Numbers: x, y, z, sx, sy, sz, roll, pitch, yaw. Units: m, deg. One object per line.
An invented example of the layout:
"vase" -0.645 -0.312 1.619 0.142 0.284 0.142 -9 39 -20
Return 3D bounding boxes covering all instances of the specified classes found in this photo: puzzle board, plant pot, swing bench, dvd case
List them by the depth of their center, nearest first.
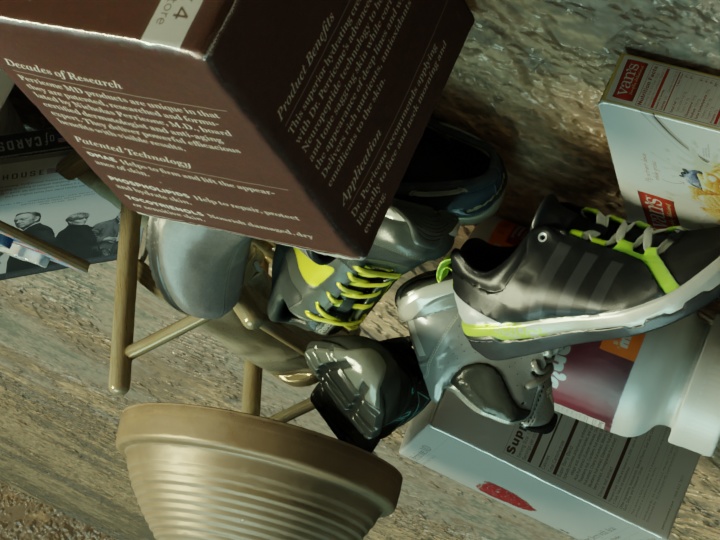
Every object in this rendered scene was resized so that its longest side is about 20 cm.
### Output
"plant pot" -0.078 0.164 1.313 0.201 0.093 0.201 13 164 4
"puzzle board" -0.306 -0.044 1.330 0.200 0.017 0.151 18 174 29
"swing bench" -0.099 0.008 1.380 0.130 0.200 0.199 -26 150 17
"dvd case" -0.235 -0.051 1.457 0.150 0.025 0.200 -10 156 -17

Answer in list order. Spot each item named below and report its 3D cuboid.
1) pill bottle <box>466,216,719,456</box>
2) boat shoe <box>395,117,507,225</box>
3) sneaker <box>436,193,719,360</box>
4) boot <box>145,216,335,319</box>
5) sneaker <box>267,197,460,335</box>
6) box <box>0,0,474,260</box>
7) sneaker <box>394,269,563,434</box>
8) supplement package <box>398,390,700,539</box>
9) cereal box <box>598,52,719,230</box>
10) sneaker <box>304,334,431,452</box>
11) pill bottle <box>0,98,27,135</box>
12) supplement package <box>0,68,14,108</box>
"pill bottle" 0.157 0.046 1.276 0.200 0.110 0.110 21 161 11
"boat shoe" -0.005 -0.078 1.202 0.200 0.075 0.062 19 162 12
"sneaker" 0.129 -0.005 1.092 0.200 0.072 0.083 -17 102 32
"boot" -0.063 -0.032 1.155 0.132 0.070 0.200 32 135 34
"sneaker" 0.000 0.000 1.191 0.074 0.085 0.200 15 171 -22
"box" -0.069 -0.133 0.995 0.164 0.166 0.200 13 157 31
"sneaker" 0.129 0.041 1.197 0.200 0.116 0.075 -12 -176 14
"supplement package" 0.150 0.123 1.470 0.200 0.120 0.121 26 162 -2
"cereal box" 0.236 -0.046 1.044 0.200 0.040 0.144 17 159 23
"sneaker" 0.011 0.068 1.263 0.075 0.079 0.200 54 170 8
"pill bottle" -0.320 -0.111 1.440 0.114 0.114 0.200 20 161 13
"supplement package" -0.316 -0.174 1.211 0.200 0.151 0.152 3 152 49
